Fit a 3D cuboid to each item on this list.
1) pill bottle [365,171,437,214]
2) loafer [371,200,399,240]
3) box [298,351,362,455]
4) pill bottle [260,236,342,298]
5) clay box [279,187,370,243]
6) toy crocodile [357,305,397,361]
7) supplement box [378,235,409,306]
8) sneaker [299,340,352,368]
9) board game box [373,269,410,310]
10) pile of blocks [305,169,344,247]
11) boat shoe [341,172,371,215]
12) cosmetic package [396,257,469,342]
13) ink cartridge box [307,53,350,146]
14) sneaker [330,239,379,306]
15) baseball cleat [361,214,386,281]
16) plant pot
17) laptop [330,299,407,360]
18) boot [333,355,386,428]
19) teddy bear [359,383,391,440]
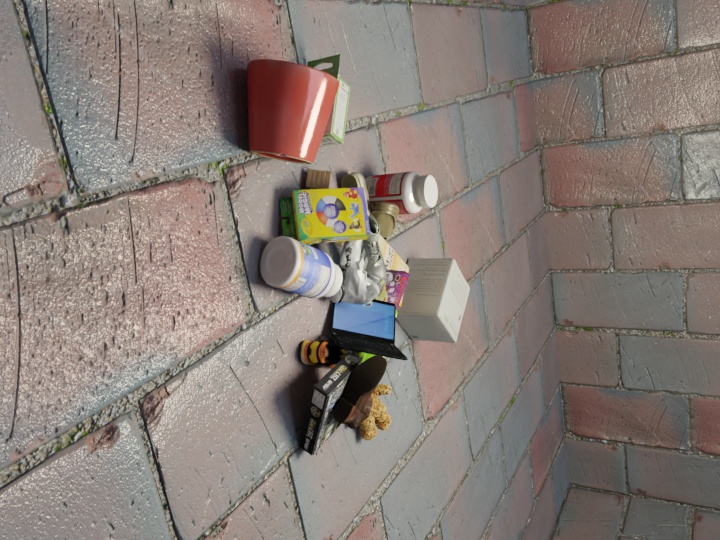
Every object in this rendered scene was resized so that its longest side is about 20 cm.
[{"bbox_3d":[0.107,-0.211,1.684,0.111,0.196,0.115,0,90,-57],"label":"pill bottle"},{"bbox_3d":[0.064,-0.127,1.668,0.201,0.074,0.069,84,16,-71],"label":"loafer"},{"bbox_3d":[-0.070,0.317,1.457,0.161,0.048,0.203,-36,147,-51],"label":"box"},{"bbox_3d":[-0.126,0.001,1.390,0.199,0.110,0.115,22,71,-56],"label":"pill bottle"},{"bbox_3d":[-0.082,-0.126,1.404,0.195,0.048,0.118,-5,77,-19],"label":"clay box"},{"bbox_3d":[0.041,0.187,1.644,0.062,0.066,0.204,-102,-147,-73],"label":"toy crocodile"},{"bbox_3d":[0.057,0.004,1.718,0.200,0.072,0.129,43,55,-49],"label":"supplement box"},{"bbox_3d":[-0.062,0.208,1.510,0.199,0.088,0.072,14,78,-57],"label":"sneaker"},{"bbox_3d":[0.058,0.095,1.667,0.119,0.032,0.204,1,113,-49],"label":"board game box"},{"bbox_3d":[-0.086,-0.144,1.478,0.062,0.080,0.204,98,-25,-77],"label":"pile of blocks"},{"bbox_3d":[-0.001,-0.159,1.627,0.068,0.073,0.205,-31,120,-56],"label":"boat shoe"},{"bbox_3d":[0.221,0.092,1.895,0.168,0.163,0.203,52,49,-44],"label":"cosmetic package"},{"bbox_3d":[-0.085,-0.404,1.469,0.059,0.102,0.205,22,71,-55],"label":"ink cartridge box"},{"bbox_3d":[0.000,0.000,1.503,0.076,0.112,0.204,-86,-168,-62],"label":"sneaker"},{"bbox_3d":[0.023,-0.058,1.526,0.069,0.106,0.202,-39,110,-26],"label":"baseball cleat"},{"bbox_3d":[-0.154,-0.327,1.293,0.199,0.197,0.182,4,97,-57],"label":"plant pot"},{"bbox_3d":[0.022,0.134,1.512,0.200,0.173,0.106,-147,-111,-77],"label":"laptop"},{"bbox_3d":[0.013,0.301,1.490,0.187,0.064,0.200,-49,158,-6],"label":"boot"},{"bbox_3d":[0.024,0.365,1.641,0.142,0.067,0.205,-10,109,-20],"label":"teddy bear"}]
